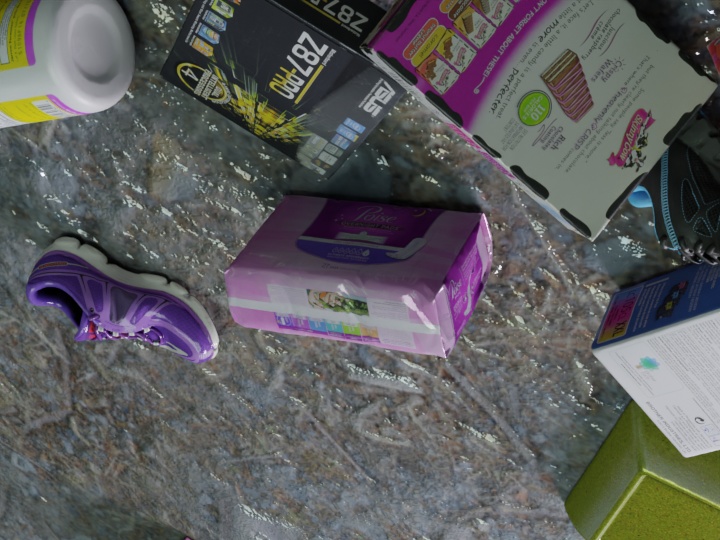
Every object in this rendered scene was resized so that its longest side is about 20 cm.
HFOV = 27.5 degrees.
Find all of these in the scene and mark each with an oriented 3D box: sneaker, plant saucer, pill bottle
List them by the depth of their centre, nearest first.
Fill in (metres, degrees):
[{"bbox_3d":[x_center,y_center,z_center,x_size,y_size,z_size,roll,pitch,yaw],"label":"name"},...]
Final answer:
[{"bbox_3d":[0.247,-0.026,0.982,0.082,0.201,0.073,-43,132,12],"label":"sneaker"},{"bbox_3d":[-0.288,-0.172,1.210,0.198,0.105,0.105,-4,131,34],"label":"pill bottle"},{"bbox_3d":[0.296,0.226,1.325,0.199,0.048,0.200,26,140,5],"label":"plant saucer"},{"bbox_3d":[-0.232,0.047,1.423,0.198,0.084,0.081,23,141,6],"label":"sneaker"}]

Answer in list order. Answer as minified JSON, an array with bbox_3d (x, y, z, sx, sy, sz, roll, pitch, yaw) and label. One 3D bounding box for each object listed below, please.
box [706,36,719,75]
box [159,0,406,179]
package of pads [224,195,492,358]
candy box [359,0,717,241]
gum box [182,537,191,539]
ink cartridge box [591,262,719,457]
[{"bbox_3d":[0.316,-0.077,0.934,0.094,0.103,0.200,-33,113,19],"label":"box"},{"bbox_3d":[-0.054,-0.156,1.087,0.160,0.049,0.200,30,157,-10],"label":"box"},{"bbox_3d":[0.000,0.000,1.205,0.198,0.121,0.076,6,130,25],"label":"package of pads"},{"bbox_3d":[0.118,-0.136,0.982,0.200,0.137,0.061,40,-178,-11],"label":"candy box"},{"bbox_3d":[-0.168,0.422,1.791,0.199,0.066,0.113,37,139,-9],"label":"gum box"},{"bbox_3d":[0.299,0.057,1.122,0.199,0.077,0.137,-22,120,45],"label":"ink cartridge box"}]
